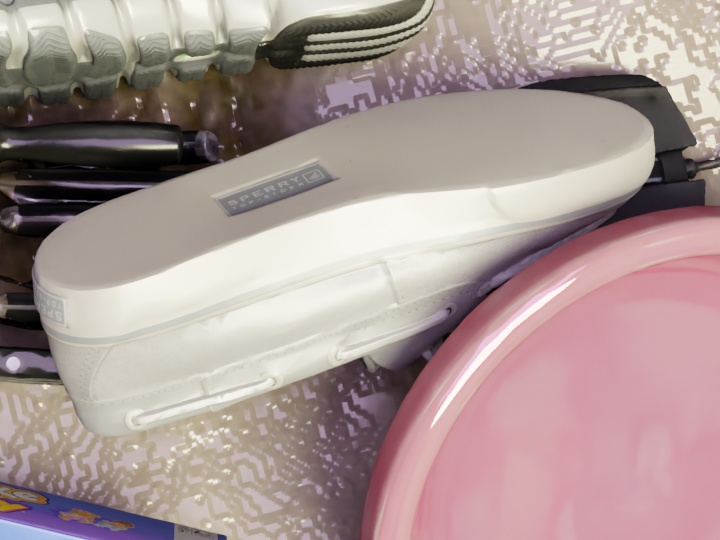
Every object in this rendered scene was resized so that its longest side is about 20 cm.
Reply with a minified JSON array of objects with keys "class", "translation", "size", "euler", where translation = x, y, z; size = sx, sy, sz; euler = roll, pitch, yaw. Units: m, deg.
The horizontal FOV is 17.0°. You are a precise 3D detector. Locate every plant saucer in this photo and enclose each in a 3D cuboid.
[{"class":"plant saucer","translation":[0.088,0.071,0.756],"size":[0.199,0.051,0.202],"euler":[-9,114,-20]}]

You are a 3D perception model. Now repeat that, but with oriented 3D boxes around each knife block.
[{"class":"knife block","translation":[-0.151,-0.028,0.778],"size":[0.176,0.064,0.200],"euler":[-45,89,-7]}]

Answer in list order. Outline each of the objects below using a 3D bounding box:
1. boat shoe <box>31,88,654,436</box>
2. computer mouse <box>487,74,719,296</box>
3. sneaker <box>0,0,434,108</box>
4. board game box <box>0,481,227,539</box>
[{"class":"boat shoe","translation":[0.000,0.000,0.739],"size":[0.199,0.072,0.069],"euler":[-21,124,-21]},{"class":"computer mouse","translation":[0.070,-0.056,0.802],"size":[0.198,0.046,0.142],"euler":[-6,87,-4]},{"class":"sneaker","translation":[-0.080,-0.121,0.792],"size":[0.198,0.075,0.116],"euler":[-6,81,-14]},{"class":"board game box","translation":[-0.151,0.126,0.724],"size":[0.198,0.045,0.135],"euler":[14,96,-5]}]
